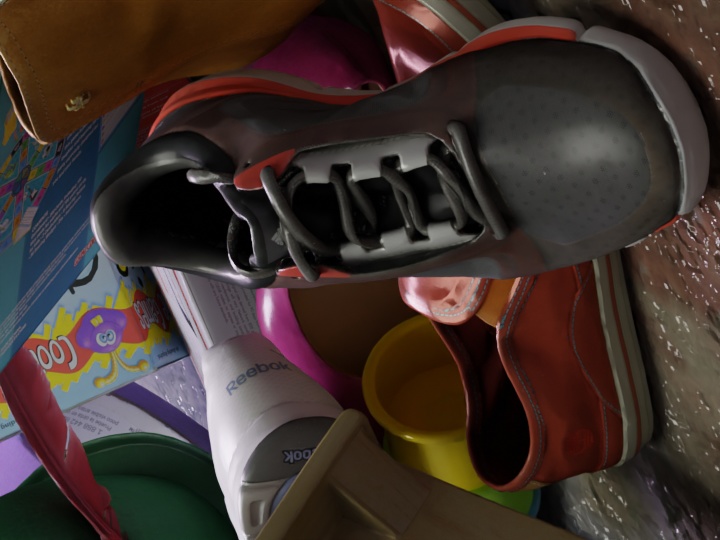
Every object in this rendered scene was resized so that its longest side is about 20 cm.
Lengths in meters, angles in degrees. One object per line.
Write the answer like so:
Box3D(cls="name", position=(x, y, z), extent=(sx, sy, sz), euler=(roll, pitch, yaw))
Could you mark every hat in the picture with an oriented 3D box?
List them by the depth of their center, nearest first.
Box3D(cls="hat", position=(-0.138, 0.126, 1.091), extent=(0.200, 0.165, 0.176), euler=(57, -170, 25))

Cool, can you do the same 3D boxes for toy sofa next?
Box3D(cls="toy sofa", position=(0.062, 0.131, 0.862), extent=(0.199, 0.083, 0.098), euler=(20, 152, 29))

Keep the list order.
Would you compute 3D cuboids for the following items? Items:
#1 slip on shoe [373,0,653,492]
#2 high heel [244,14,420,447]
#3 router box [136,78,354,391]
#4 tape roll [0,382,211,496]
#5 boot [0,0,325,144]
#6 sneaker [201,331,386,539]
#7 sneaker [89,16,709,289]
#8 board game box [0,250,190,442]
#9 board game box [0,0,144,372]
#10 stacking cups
Box3D(cls="slip on shoe", position=(0.041, -0.010, 0.846), extent=(0.074, 0.061, 0.201), euler=(38, 152, 54))
Box3D(cls="high heel", position=(0.000, 0.000, 0.966), extent=(0.096, 0.067, 0.201), euler=(37, 153, 58))
Box3D(cls="router box", position=(-0.044, 0.031, 1.120), extent=(0.201, 0.049, 0.180), euler=(68, 172, -28))
Box3D(cls="tape roll", position=(-0.124, 0.121, 1.348), extent=(0.200, 0.066, 0.200), euler=(32, -167, -8))
Box3D(cls="boot", position=(-0.046, -0.101, 0.792), extent=(0.071, 0.144, 0.201), euler=(55, 163, 10))
Box3D(cls="sneaker", position=(-0.015, 0.101, 1.016), extent=(0.201, 0.074, 0.087), euler=(81, 164, -46))
Box3D(cls="sneaker", position=(0.006, -0.019, 0.775), extent=(0.199, 0.082, 0.077), euler=(-6, 111, 36))
Box3D(cls="board game box", position=(-0.163, -0.032, 1.219), extent=(0.201, 0.104, 0.103), euler=(66, -168, 0))
Box3D(cls="board game box", position=(-0.122, -0.067, 0.954), extent=(0.047, 0.151, 0.201), euler=(20, 127, 10))
Box3D(cls="stacking cups", position=(0.043, 0.102, 1.027), extent=(0.061, 0.060, 0.200), euler=(46, 159, 37))
